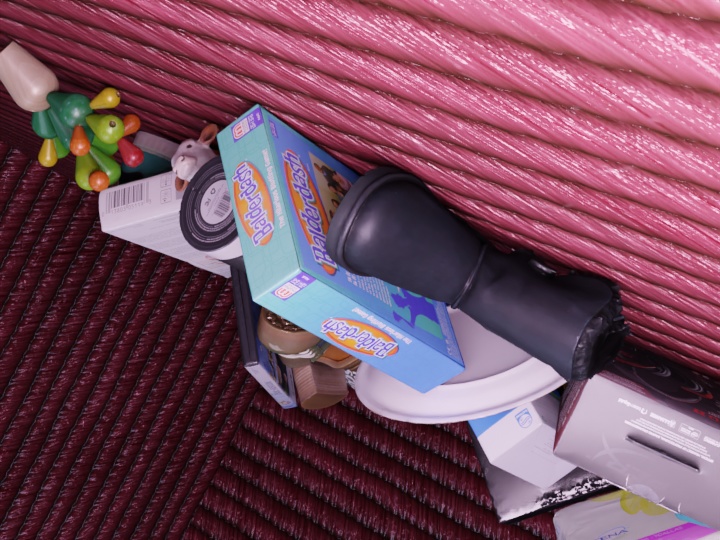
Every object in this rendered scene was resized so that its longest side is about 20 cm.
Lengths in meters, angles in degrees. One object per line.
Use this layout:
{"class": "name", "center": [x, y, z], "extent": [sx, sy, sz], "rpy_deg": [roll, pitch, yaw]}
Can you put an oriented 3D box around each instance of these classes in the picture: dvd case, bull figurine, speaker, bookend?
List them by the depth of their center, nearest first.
{"class": "speaker", "center": [-0.048, -0.022, 1.132], "extent": [0.081, 0.081, 0.200], "rpy_deg": [23, 177, 40]}
{"class": "bull figurine", "center": [-0.092, -0.041, 1.242], "extent": [0.121, 0.065, 0.200], "rpy_deg": [46, 175, 33]}
{"class": "bookend", "center": [0.200, 0.123, 1.397], "extent": [0.092, 0.198, 0.200], "rpy_deg": [43, -153, -74]}
{"class": "dvd case", "center": [-0.097, 0.048, 1.408], "extent": [0.018, 0.143, 0.200], "rpy_deg": [-11, 162, 5]}

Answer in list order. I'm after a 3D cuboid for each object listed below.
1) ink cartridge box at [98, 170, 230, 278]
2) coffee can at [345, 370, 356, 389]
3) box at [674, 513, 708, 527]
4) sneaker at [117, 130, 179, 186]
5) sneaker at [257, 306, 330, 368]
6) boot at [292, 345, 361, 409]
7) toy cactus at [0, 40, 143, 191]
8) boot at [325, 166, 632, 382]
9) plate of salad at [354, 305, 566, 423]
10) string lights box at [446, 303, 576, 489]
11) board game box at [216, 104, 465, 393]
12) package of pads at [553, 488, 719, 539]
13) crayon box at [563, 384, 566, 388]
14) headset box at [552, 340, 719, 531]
{"class": "ink cartridge box", "center": [-0.132, -0.050, 1.406], "extent": [0.161, 0.050, 0.200], "rpy_deg": [-13, 162, 31]}
{"class": "coffee can", "center": [0.006, 0.060, 1.605], "extent": [0.200, 0.147, 0.146], "rpy_deg": [22, 174, 45]}
{"class": "box", "center": [0.352, 0.184, 1.194], "extent": [0.200, 0.082, 0.049], "rpy_deg": [6, 139, 53]}
{"class": "sneaker", "center": [-0.159, -0.072, 1.464], "extent": [0.200, 0.080, 0.071], "rpy_deg": [22, 174, 18]}
{"class": "sneaker", "center": [-0.054, 0.058, 1.354], "extent": [0.067, 0.090, 0.200], "rpy_deg": [19, -158, 7]}
{"class": "boot", "center": [-0.009, 0.039, 1.476], "extent": [0.077, 0.156, 0.200], "rpy_deg": [7, 151, -35]}
{"class": "toy cactus", "center": [-0.279, -0.153, 1.361], "extent": [0.165, 0.102, 0.200], "rpy_deg": [49, 170, -20]}
{"class": "boot", "center": [0.087, 0.006, 0.959], "extent": [0.168, 0.077, 0.200], "rpy_deg": [29, -176, 28]}
{"class": "plate of salad", "center": [0.094, 0.074, 1.129], "extent": [0.200, 0.200, 0.048], "rpy_deg": [20, 132, 56]}
{"class": "string lights box", "center": [0.116, 0.084, 1.242], "extent": [0.103, 0.059, 0.200], "rpy_deg": [32, -156, -49]}
{"class": "board game box", "center": [-0.012, -0.012, 1.032], "extent": [0.200, 0.045, 0.152], "rpy_deg": [33, -147, -45]}
{"class": "package of pads", "center": [0.292, 0.251, 1.340], "extent": [0.155, 0.200, 0.068], "rpy_deg": [-114, 6, -75]}
{"class": "crayon box", "center": [0.194, 0.101, 1.587], "extent": [0.126, 0.052, 0.200], "rpy_deg": [28, 175, -12]}
{"class": "headset box", "center": [0.234, 0.124, 1.121], "extent": [0.148, 0.075, 0.200], "rpy_deg": [24, -168, 6]}
